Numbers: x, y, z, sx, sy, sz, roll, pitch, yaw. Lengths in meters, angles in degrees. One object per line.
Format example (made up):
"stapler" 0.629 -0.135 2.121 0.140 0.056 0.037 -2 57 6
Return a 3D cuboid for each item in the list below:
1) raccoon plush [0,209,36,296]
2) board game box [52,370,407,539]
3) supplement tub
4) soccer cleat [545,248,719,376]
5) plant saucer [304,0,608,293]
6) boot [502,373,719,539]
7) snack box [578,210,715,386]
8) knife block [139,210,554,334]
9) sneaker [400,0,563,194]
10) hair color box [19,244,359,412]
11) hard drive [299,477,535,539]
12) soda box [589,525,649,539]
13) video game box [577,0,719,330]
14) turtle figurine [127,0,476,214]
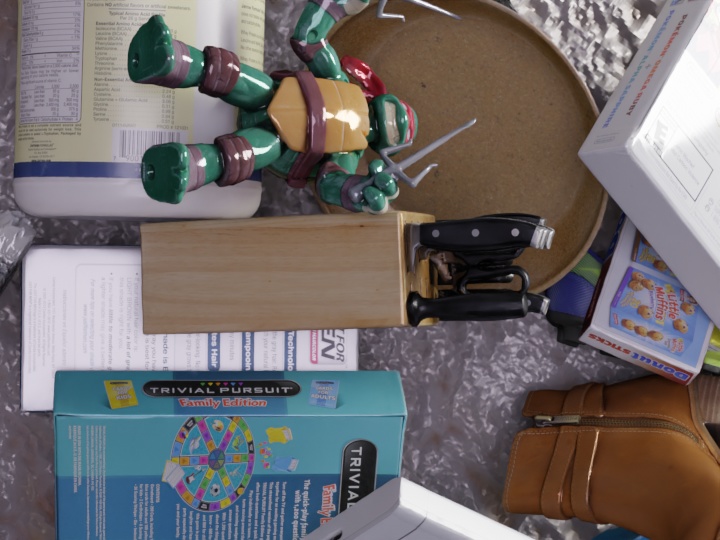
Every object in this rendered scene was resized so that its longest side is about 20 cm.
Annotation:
"raccoon plush" -0.291 0.023 1.330 0.134 0.097 0.200 32 89 -1
"board game box" -0.079 0.132 1.341 0.200 0.047 0.151 0 122 -7
"supplement tub" -0.126 -0.129 1.320 0.145 0.145 0.200 1 90 -6
"soccer cleat" 0.212 0.021 1.397 0.200 0.065 0.084 11 86 -6
"plant saucer" 0.059 -0.076 1.353 0.200 0.035 0.201 12 119 22
"boot" 0.155 0.130 1.324 0.155 0.200 0.077 -1 133 17
"snack box" 0.195 -0.033 1.377 0.072 0.024 0.200 24 64 -4
"knife block" 0.000 0.000 1.250 0.200 0.175 0.064 -1 88 -28
"sneaker" 0.070 -0.125 1.387 0.079 0.074 0.200 -28 96 19
"hair color box" -0.102 0.035 1.365 0.200 0.061 0.100 1 89 -6
"hard drive" 0.064 0.190 1.326 0.200 0.132 0.027 27 48 -25
"soda box" 0.237 0.150 1.397 0.200 0.068 0.064 -29 92 -5
"video game box" 0.231 -0.069 1.340 0.200 0.047 0.182 48 60 -27
"turtle figurine" -0.025 -0.086 1.247 0.200 0.101 0.150 -4 62 -31
